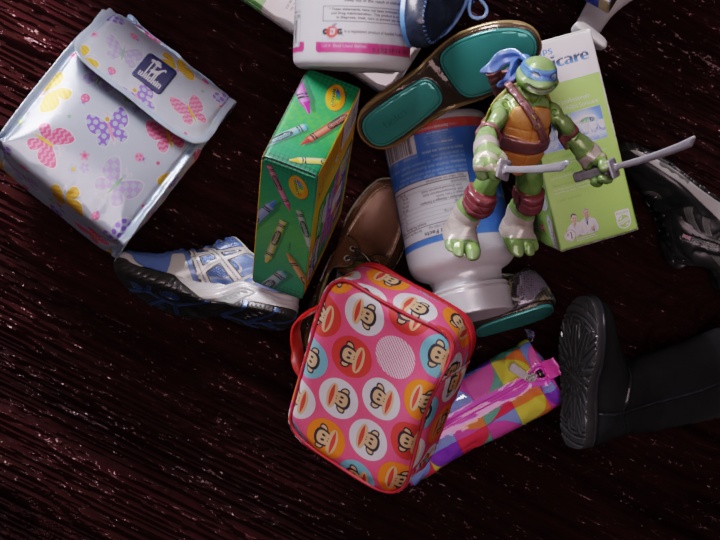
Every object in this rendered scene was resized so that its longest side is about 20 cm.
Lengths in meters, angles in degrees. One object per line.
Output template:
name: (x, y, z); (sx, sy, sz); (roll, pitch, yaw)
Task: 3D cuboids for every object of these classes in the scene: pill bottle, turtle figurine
pill bottle: (-0.005, -0.291, 1.438); (0.112, 0.113, 0.203); (2, 95, -2)
turtle figurine: (0.158, -0.079, 1.381); (0.199, 0.144, 0.195); (36, 134, 18)
pill bottle: (0.094, -0.051, 1.530); (0.111, 0.112, 0.203); (-11, 81, -1)

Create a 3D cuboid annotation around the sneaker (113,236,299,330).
sneaker: (-0.156, 0.006, 1.579); (0.197, 0.076, 0.078); (12, 68, -1)

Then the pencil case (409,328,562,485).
pencil case: (0.117, 0.145, 1.588); (0.199, 0.088, 0.089); (-31, 96, 2)

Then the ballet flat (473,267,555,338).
ballet flat: (0.103, 0.049, 1.594); (0.198, 0.072, 0.073); (-23, 96, 0)

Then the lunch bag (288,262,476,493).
lunch bag: (0.007, 0.101, 1.499); (0.175, 0.082, 0.202); (28, 118, 17)

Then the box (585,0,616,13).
box: (0.196, -0.358, 1.534); (0.199, 0.032, 0.122); (32, 80, 13)

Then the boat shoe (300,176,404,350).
boat shoe: (0.000, 0.000, 1.575); (0.071, 0.068, 0.202); (23, 94, -4)

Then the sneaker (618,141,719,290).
sneaker: (0.333, -0.050, 1.583); (0.199, 0.076, 0.088); (36, 99, -5)

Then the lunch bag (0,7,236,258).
lunch bag: (-0.244, -0.145, 1.522); (0.169, 0.127, 0.201); (39, 73, -6)

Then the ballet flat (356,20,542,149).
ballet flat: (0.082, -0.187, 1.460); (0.198, 0.063, 0.069); (-27, 107, 16)

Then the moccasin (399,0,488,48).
moccasin: (0.095, -0.289, 1.440); (0.067, 0.081, 0.201); (9, 54, 23)

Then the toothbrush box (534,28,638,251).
toothbrush box: (0.203, -0.131, 1.531); (0.085, 0.146, 0.202); (-16, 95, -1)

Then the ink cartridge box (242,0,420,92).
ink cartridge box: (-0.016, -0.290, 1.537); (0.199, 0.084, 0.147); (34, 93, -5)

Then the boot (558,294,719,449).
boot: (0.300, 0.090, 1.556); (0.198, 0.066, 0.167); (-8, 115, -24)

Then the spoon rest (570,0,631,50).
spoon rest: (0.276, -0.311, 1.564); (0.099, 0.061, 0.201); (36, 77, -6)

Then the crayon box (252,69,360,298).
crayon box: (-0.054, -0.080, 1.483); (0.058, 0.201, 0.120); (19, 54, 6)
